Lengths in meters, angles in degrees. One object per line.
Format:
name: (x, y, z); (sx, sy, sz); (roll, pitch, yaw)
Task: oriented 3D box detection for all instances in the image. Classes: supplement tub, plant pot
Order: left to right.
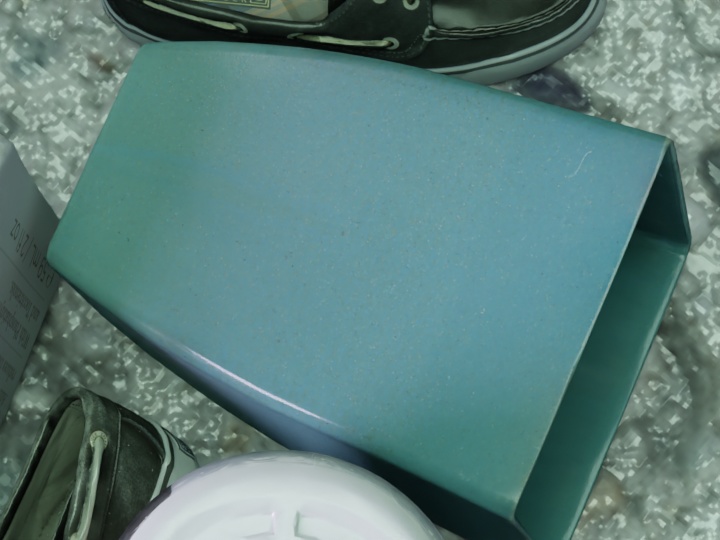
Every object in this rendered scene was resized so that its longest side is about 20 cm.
supplement tub: (-0.021, 0.134, 0.959); (0.122, 0.200, 0.123); (-1, 78, 3)
plant pot: (0.000, 0.000, 1.020); (0.200, 0.141, 0.142); (22, 80, 14)

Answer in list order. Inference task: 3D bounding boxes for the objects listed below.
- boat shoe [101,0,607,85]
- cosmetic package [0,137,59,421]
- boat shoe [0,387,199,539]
boat shoe: (-0.004, -0.110, 1.081); (0.199, 0.057, 0.069); (0, 78, 3)
cosmetic package: (-0.223, 0.035, 0.997); (0.166, 0.167, 0.201); (20, 81, 6)
boat shoe: (-0.127, 0.140, 1.020); (0.071, 0.064, 0.200); (4, 67, 46)
